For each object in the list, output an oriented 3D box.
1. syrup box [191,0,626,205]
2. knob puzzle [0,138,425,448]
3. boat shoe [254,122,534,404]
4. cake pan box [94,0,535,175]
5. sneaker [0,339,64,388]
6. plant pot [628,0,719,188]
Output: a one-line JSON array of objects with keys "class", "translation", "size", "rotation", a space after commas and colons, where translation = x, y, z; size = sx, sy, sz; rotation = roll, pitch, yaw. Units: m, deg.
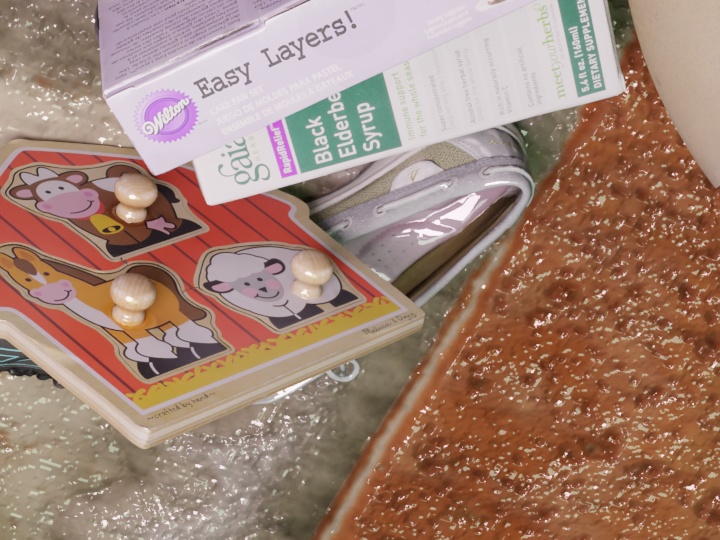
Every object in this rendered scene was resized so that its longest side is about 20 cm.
[{"class": "syrup box", "translation": [0.011, -0.104, 1.073], "size": [0.199, 0.082, 0.079], "rotation": [-16, 123, 0]}, {"class": "knob puzzle", "translation": [-0.095, -0.013, 1.061], "size": [0.219, 0.220, 0.031], "rotation": [7, 124, -13]}, {"class": "boat shoe", "translation": [0.002, 0.000, 1.151], "size": [0.202, 0.065, 0.074], "rotation": [-37, 121, 16]}, {"class": "cake pan box", "translation": [-0.023, -0.140, 0.982], "size": [0.200, 0.184, 0.052], "rotation": [-25, 124, 7]}, {"class": "sneaker", "translation": [-0.163, 0.029, 1.140], "size": [0.199, 0.075, 0.079], "rotation": [-15, 127, 2]}, {"class": "plant pot", "translation": [0.190, -0.150, 1.025], "size": [0.200, 0.200, 0.135], "rotation": [-41, 85, 18]}]
